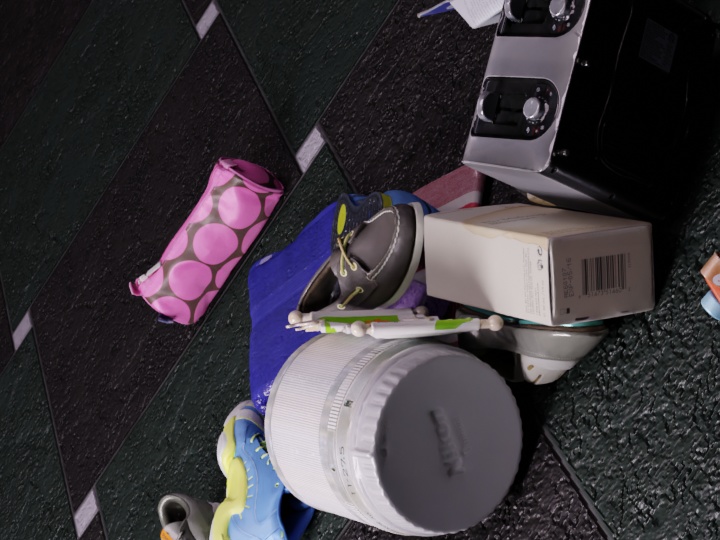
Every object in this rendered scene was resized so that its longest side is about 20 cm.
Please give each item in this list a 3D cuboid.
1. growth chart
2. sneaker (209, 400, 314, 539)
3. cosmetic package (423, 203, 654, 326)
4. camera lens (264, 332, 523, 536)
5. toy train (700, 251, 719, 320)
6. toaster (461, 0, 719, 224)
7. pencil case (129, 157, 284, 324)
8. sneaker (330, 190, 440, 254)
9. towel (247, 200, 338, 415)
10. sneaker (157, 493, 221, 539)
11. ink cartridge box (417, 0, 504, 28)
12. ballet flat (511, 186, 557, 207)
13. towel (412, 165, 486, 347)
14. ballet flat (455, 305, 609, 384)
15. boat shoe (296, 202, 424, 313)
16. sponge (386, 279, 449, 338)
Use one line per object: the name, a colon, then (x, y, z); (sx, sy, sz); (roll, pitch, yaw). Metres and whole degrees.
growth chart: (0.020, 0.044, 1.661); (0.200, 0.143, 0.018); (-174, 83, -73)
sneaker: (-0.082, 0.202, 1.904); (0.104, 0.076, 0.201); (-21, 45, 27)
cosmetic package: (0.143, -0.008, 1.620); (0.199, 0.103, 0.074); (14, 110, 61)
camera lens: (0.023, 0.133, 1.660); (0.199, 0.159, 0.161); (5, 70, 61)
toy train: (0.313, -0.024, 1.406); (0.200, 0.055, 0.151); (-50, 30, 25)
toaster: (0.188, -0.144, 1.580); (0.118, 0.199, 0.183); (11, 85, 46)
pencil case: (-0.173, -0.036, 2.226); (0.201, 0.093, 0.091); (-56, 28, 13)
sneaker: (0.025, -0.039, 1.880); (0.200, 0.078, 0.067); (177, 99, -73)
towel: (-0.050, 0.038, 1.983); (0.147, 0.049, 0.201); (-37, 34, 27)
sneaker: (-0.156, 0.290, 1.928); (0.074, 0.079, 0.201); (-52, 30, 16)
ink cartridge box: (0.180, -0.258, 1.718); (0.199, 0.199, 0.041); (-28, 83, 48)
ballet flat: (0.153, -0.116, 1.745); (0.201, 0.066, 0.057); (-105, 12, -56)
towel: (0.062, 0.005, 1.858); (0.144, 0.023, 0.202); (-27, 46, 46)
ballet flat: (0.142, 0.063, 1.637); (0.200, 0.067, 0.064); (10, 101, 63)
boat shoe: (0.000, 0.000, 1.761); (0.201, 0.060, 0.072); (125, 148, -54)
sponge: (0.006, 0.097, 1.823); (0.111, 0.030, 0.202); (24, 88, 59)
